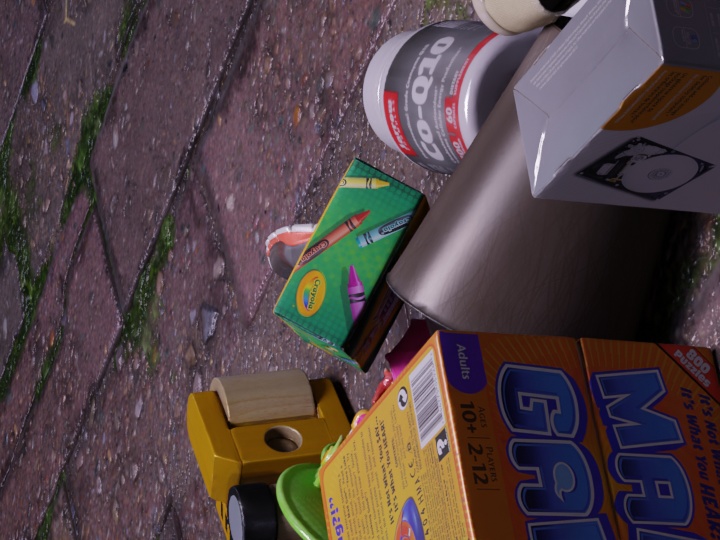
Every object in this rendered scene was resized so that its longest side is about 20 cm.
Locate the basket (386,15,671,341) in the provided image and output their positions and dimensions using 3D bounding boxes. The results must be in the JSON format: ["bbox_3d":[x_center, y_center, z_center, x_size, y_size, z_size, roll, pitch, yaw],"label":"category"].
[{"bbox_3d":[0.134,-0.053,1.654,0.136,0.179,0.201,-120,49,-65],"label":"basket"}]

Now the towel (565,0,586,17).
[{"bbox_3d":[0.165,-0.257,1.770,0.147,0.024,0.202,178,98,-68],"label":"towel"}]

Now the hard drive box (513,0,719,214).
[{"bbox_3d":[0.211,-0.102,1.428,0.156,0.198,0.077,131,136,-54],"label":"hard drive box"}]

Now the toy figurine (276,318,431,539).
[{"bbox_3d":[0.045,0.113,1.901,0.185,0.149,0.200,-60,8,20],"label":"toy figurine"}]

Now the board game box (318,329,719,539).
[{"bbox_3d":[0.112,0.177,1.604,0.200,0.198,0.201,129,139,-51],"label":"board game box"}]

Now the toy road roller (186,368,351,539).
[{"bbox_3d":[-0.070,0.193,2.111,0.201,0.122,0.147,-113,25,-45],"label":"toy road roller"}]

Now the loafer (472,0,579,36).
[{"bbox_3d":[0.154,-0.229,1.612,0.201,0.076,0.068,-55,32,-6],"label":"loafer"}]

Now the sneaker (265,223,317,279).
[{"bbox_3d":[-0.022,0.001,2.088,0.200,0.076,0.083,160,105,-65],"label":"sneaker"}]

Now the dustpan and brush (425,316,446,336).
[{"bbox_3d":[0.089,-0.014,1.851,0.140,0.057,0.200,-51,28,7],"label":"dustpan and brush"}]

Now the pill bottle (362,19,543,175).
[{"bbox_3d":[0.083,-0.123,1.821,0.200,0.113,0.115,-165,80,-65],"label":"pill bottle"}]

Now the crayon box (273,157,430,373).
[{"bbox_3d":[0.000,0.000,1.773,0.119,0.058,0.200,-62,-7,-4],"label":"crayon box"}]
